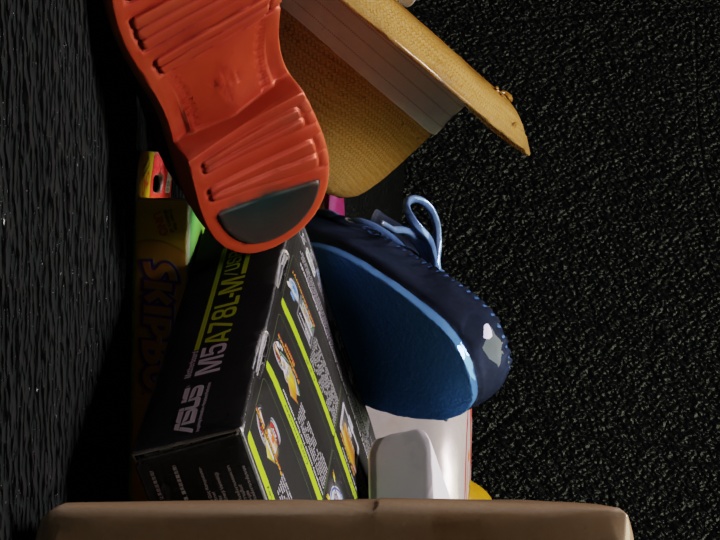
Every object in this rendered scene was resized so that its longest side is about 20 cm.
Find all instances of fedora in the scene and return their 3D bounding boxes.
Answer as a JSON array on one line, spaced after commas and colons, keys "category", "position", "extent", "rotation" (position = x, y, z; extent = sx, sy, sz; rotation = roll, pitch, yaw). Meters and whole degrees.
[{"category": "fedora", "position": [-0.023, -0.089, 1.113], "extent": [0.082, 0.200, 0.201], "rotation": [-49, 180, 5]}]

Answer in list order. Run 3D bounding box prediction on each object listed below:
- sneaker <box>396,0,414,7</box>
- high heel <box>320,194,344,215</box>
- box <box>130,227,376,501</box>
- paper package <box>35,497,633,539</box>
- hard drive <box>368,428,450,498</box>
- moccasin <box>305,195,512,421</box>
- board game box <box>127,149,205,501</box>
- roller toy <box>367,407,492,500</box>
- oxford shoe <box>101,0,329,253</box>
[{"category": "sneaker", "position": [-0.017, -0.179, 1.245], "extent": [0.200, 0.115, 0.074], "rotation": [-109, -138, -76]}, {"category": "high heel", "position": [-0.038, -0.056, 1.247], "extent": [0.096, 0.067, 0.201], "rotation": [-100, -168, -77]}, {"category": "box", "position": [-0.021, 0.103, 1.020], "extent": [0.193, 0.047, 0.201], "rotation": [-76, 150, -64]}, {"category": "paper package", "position": [-0.007, 0.171, 0.846], "extent": [0.103, 0.189, 0.202], "rotation": [71, 19, -83]}, {"category": "hard drive", "position": [0.040, 0.177, 1.064], "extent": [0.132, 0.026, 0.201], "rotation": [-91, 166, -46]}, {"category": "moccasin", "position": [0.000, 0.000, 1.129], "extent": [0.200, 0.068, 0.081], "rotation": [27, -47, 48]}, {"category": "board game box", "position": [-0.074, 0.054, 1.088], "extent": [0.096, 0.030, 0.202], "rotation": [-27, 115, -86]}, {"category": "roller toy", "position": [-0.005, 0.118, 1.334], "extent": [0.200, 0.139, 0.183], "rotation": [-82, 173, -59]}, {"category": "oxford shoe", "position": [-0.066, -0.098, 0.981], "extent": [0.073, 0.071, 0.201], "rotation": [47, -25, 44]}]
